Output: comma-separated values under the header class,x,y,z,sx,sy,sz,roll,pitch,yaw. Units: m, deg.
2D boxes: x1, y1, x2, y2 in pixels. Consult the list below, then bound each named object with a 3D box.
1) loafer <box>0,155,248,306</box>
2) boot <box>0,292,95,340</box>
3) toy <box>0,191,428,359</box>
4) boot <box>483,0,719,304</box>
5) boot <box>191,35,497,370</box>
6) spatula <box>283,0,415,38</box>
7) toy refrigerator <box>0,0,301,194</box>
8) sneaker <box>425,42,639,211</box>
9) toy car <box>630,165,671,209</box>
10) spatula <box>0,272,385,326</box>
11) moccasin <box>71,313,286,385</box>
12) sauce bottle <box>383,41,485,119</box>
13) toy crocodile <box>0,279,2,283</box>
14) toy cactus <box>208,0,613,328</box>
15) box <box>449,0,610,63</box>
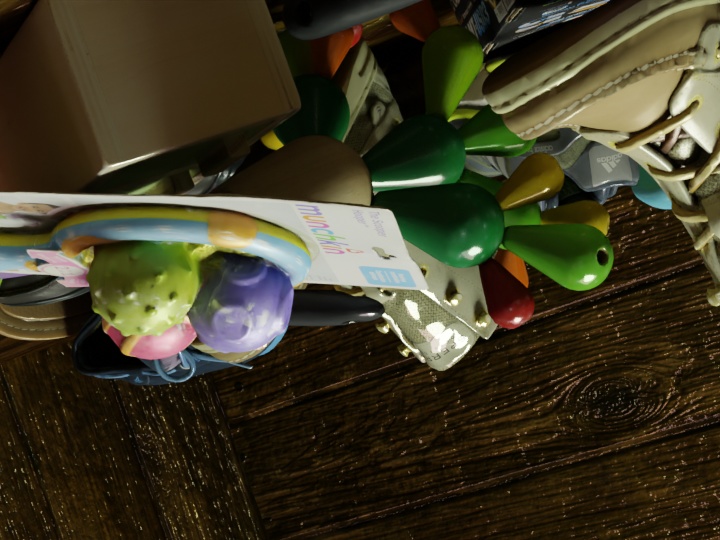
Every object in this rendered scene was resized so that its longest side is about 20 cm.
class,x,y,z,sx,sy,sz,roll,pitch,yaw
loafer,-0.146,-0.037,0.981,0.200,0.073,0.072,-33,163,35
boot,-0.194,-0.005,1.164,0.155,0.077,0.200,-16,-160,42
toy,-0.082,0.005,0.690,0.200,0.047,0.115,6,168,10
boot,0.138,-0.035,0.752,0.072,0.155,0.200,-21,180,39
boot,0.000,0.000,0.923,0.072,0.155,0.200,-17,-144,36
spatula,0.049,-0.120,0.699,0.200,0.057,0.021,-17,177,38
toy refrigerator,-0.095,-0.056,0.734,0.076,0.070,0.200,-19,178,-23
sneaker,0.084,-0.061,0.938,0.074,0.081,0.200,-17,177,-9
toy car,0.210,-0.098,0.989,0.200,0.150,0.175,-20,-155,-5
spatula,-0.084,0.007,0.780,0.200,0.021,0.057,8,179,20
moccasin,-0.097,0.030,1.010,0.068,0.081,0.200,-14,166,-30
sauce bottle,0.059,-0.106,1.114,0.200,0.065,0.065,-19,179,-44
toy crocodile,-0.200,-0.021,0.920,0.067,0.062,0.200,22,173,-7
toy cactus,0.005,-0.038,0.794,0.165,0.200,0.102,-21,147,-37
box,0.143,-0.152,0.820,0.200,0.050,0.199,-19,-179,-3
